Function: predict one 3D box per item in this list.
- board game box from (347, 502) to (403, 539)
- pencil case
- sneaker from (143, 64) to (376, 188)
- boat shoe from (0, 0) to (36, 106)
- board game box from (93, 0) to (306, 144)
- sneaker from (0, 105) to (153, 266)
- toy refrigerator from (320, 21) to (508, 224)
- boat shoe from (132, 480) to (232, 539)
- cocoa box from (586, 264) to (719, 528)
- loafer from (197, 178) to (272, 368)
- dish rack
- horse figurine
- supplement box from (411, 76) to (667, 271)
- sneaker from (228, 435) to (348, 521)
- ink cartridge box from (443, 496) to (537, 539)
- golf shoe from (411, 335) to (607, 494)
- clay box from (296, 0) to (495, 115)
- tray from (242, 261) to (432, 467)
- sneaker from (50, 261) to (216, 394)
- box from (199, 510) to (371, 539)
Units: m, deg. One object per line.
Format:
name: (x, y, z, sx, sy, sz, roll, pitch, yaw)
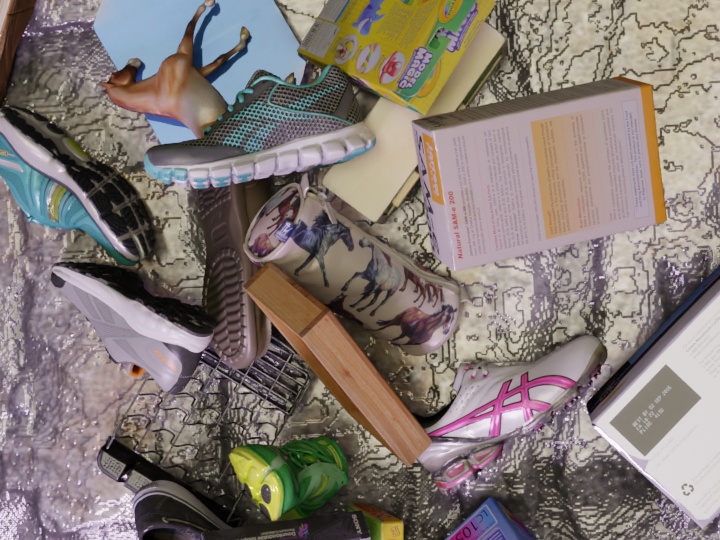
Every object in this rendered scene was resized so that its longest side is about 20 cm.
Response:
board game box: (0.013, 0.318, 1.260, 0.030, 0.096, 0.201, 2, 90, -19)
pencil case: (0.000, 0.000, 1.228, 0.200, 0.078, 0.089, 31, 128, -23)
sneaker: (-0.090, -0.124, 1.186, 0.199, 0.078, 0.092, -12, 88, -17)
boat shoe: (-0.356, -0.230, 1.305, 0.069, 0.074, 0.201, 19, 93, 2)
board game box: (-0.146, -0.207, 1.300, 0.158, 0.039, 0.200, -31, 90, 0)
sneaker: (-0.277, -0.070, 1.310, 0.200, 0.077, 0.080, 41, 114, 10)
toy refrigerator: (0.053, -0.139, 1.257, 0.070, 0.076, 0.200, 37, 94, 5)
boat shoe: (-0.125, 0.265, 1.250, 0.070, 0.066, 0.200, -36, 118, 17)
cocoa box: (0.309, 0.098, 1.201, 0.133, 0.131, 0.200, 44, 95, 4)
loafer: (-0.101, -0.010, 1.260, 0.076, 0.067, 0.201, -20, 70, 49)
dish rack: (-0.143, 0.138, 1.298, 0.153, 0.055, 0.200, 30, 93, 4)
horse figurine: (-0.123, -0.153, 1.247, 0.200, 0.050, 0.133, 41, 79, 9)
supplement box: (0.155, -0.086, 1.208, 0.199, 0.074, 0.126, -12, 106, -10)
sneaker: (-0.058, 0.172, 1.217, 0.083, 0.200, 0.074, -36, 77, 0)
ink cartridge box: (0.124, 0.311, 1.193, 0.136, 0.200, 0.076, -45, 124, 6)
golf shoe: (0.129, 0.113, 1.253, 0.200, 0.073, 0.092, -37, 85, 6)
clay box: (0.034, -0.207, 1.203, 0.048, 0.200, 0.115, 32, 91, -37)
tray: (-0.017, 0.082, 1.200, 0.037, 0.200, 0.099, -45, 42, -8)
sneaker: (-0.219, 0.046, 1.265, 0.200, 0.074, 0.080, 29, 106, 36)
box: (-0.077, 0.287, 1.213, 0.143, 0.200, 0.036, -5, 48, -19)
